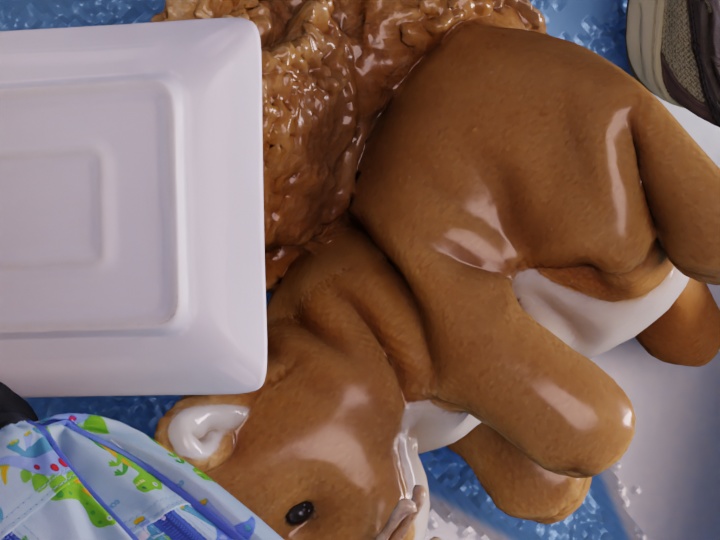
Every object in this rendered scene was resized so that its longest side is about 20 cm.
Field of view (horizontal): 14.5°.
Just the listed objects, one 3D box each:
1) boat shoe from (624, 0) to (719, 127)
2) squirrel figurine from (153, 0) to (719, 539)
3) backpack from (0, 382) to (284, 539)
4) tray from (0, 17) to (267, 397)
[{"bbox_3d":[0.130,-0.131,0.909,0.072,0.066,0.201,-23,134,-29],"label":"boat shoe"},{"bbox_3d":[0.000,0.000,0.881,0.187,0.142,0.200,-38,87,-7],"label":"squirrel figurine"},{"bbox_3d":[-0.057,0.134,0.793,0.154,0.163,0.200,-27,61,-25],"label":"backpack"},{"bbox_3d":[-0.125,-0.016,0.821,0.199,0.022,0.108,-2,89,18],"label":"tray"}]
